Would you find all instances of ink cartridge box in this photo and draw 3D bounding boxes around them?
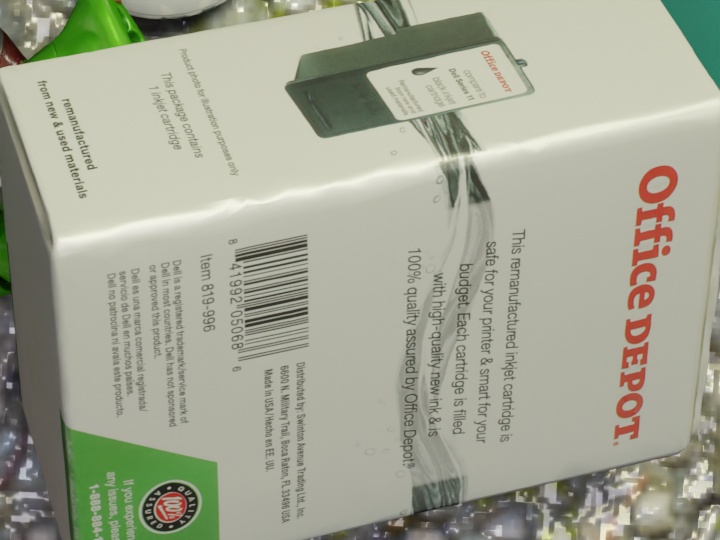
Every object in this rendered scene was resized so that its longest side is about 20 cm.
[{"bbox_3d":[0.000,0.000,0.848,0.199,0.083,0.147,-11,134,-13],"label":"ink cartridge box"}]

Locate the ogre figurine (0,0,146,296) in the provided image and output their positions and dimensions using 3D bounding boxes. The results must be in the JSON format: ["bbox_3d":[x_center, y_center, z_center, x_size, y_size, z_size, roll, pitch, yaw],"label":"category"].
[{"bbox_3d":[-0.130,-0.055,0.865,0.120,0.200,0.098,-29,52,10],"label":"ogre figurine"}]

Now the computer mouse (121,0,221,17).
[{"bbox_3d":[-0.068,-0.180,0.886,0.109,0.044,0.201,-11,94,-6],"label":"computer mouse"}]

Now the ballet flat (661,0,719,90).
[{"bbox_3d":[0.125,-0.106,0.911,0.071,0.072,0.201,-6,94,-6],"label":"ballet flat"}]
